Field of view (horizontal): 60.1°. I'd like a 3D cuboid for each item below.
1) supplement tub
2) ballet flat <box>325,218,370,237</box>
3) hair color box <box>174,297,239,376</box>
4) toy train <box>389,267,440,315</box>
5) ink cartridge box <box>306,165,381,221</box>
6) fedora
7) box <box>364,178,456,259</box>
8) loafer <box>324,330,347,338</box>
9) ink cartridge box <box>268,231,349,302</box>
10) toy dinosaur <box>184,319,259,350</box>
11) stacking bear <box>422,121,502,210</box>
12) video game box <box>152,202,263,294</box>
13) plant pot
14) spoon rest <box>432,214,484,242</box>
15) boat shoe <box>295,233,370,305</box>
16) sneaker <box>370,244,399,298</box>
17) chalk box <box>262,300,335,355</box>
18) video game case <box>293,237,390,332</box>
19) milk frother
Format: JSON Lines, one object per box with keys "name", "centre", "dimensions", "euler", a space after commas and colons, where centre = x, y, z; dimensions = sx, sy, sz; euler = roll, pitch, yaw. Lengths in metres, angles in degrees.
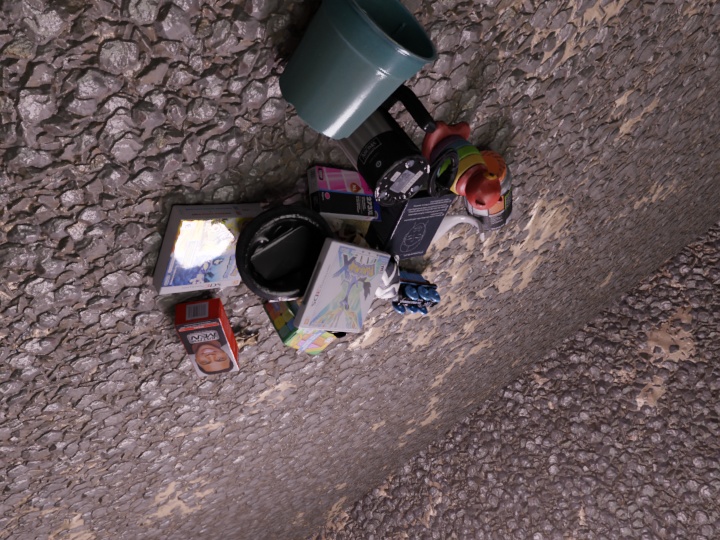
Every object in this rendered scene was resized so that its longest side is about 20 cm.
{"name": "supplement tub", "centre": [0.312, -0.195, 1.532], "dimensions": [0.122, 0.123, 0.201], "euler": [-32, 150, -4]}
{"name": "ballet flat", "centre": [-0.043, -0.109, 1.351], "dimensions": [0.071, 0.071, 0.199], "euler": [-44, 151, 16]}
{"name": "hair color box", "centre": [-0.339, 0.153, 1.393], "dimensions": [0.100, 0.062, 0.202], "euler": [-9, 139, -2]}
{"name": "toy train", "centre": [0.140, 0.056, 1.722], "dimensions": [0.198, 0.115, 0.087], "euler": [7, 134, -48]}
{"name": "ink cartridge box", "centre": [-0.023, -0.156, 1.289], "dimensions": [0.037, 0.096, 0.198], "euler": [-13, 171, 43]}
{"name": "fedora", "centre": [-0.153, -0.039, 1.228], "dimensions": [0.197, 0.091, 0.204], "euler": [-4, 100, -20]}
{"name": "box", "centre": [0.103, -0.129, 1.436], "dimensions": [0.147, 0.108, 0.201], "euler": [-11, 142, -35]}
{"name": "loafer", "centre": [-0.055, 0.116, 1.401], "dimensions": [0.072, 0.072, 0.200], "euler": [1, 172, 14]}
{"name": "ink cartridge box", "centre": [-0.115, -0.014, 1.405], "dimensions": [0.198, 0.086, 0.148], "euler": [-2, 136, -41]}
{"name": "toy dinosaur", "centre": [-0.313, 0.172, 1.499], "dimensions": [0.198, 0.059, 0.102], "euler": [-7, 141, -39]}
{"name": "stacking bear", "centre": [0.229, -0.214, 1.346], "dimensions": [0.120, 0.201, 0.114], "euler": [-9, 142, -36]}
{"name": "video game box", "centre": [-0.299, -0.043, 1.227], "dimensions": [0.180, 0.047, 0.201], "euler": [-10, 141, -40]}
{"name": "plant pot", "centre": [-0.017, -0.327, 0.976], "dimensions": [0.199, 0.202, 0.196], "euler": [6, 139, -48]}
{"name": "spoon rest", "centre": [0.212, -0.107, 1.566], "dimensions": [0.197, 0.061, 0.100], "euler": [1, 153, 13]}
{"name": "boat shoe", "centre": [-0.070, -0.006, 1.327], "dimensions": [0.200, 0.072, 0.076], "euler": [-43, 135, -3]}
{"name": "sneaker", "centre": [0.000, 0.000, 1.381], "dimensions": [0.196, 0.080, 0.131], "euler": [-1, 125, -14]}
{"name": "chalk box", "centre": [-0.142, 0.106, 1.509], "dimensions": [0.124, 0.125, 0.200], "euler": [-41, 148, 11]}
{"name": "video game case", "centre": [-0.033, 0.036, 1.259], "dimensions": [0.199, 0.022, 0.185], "euler": [11, 104, -53]}
{"name": "milk frother", "centre": [0.072, -0.228, 1.187], "dimensions": [0.180, 0.189, 0.200], "euler": [-37, 150, 7]}
